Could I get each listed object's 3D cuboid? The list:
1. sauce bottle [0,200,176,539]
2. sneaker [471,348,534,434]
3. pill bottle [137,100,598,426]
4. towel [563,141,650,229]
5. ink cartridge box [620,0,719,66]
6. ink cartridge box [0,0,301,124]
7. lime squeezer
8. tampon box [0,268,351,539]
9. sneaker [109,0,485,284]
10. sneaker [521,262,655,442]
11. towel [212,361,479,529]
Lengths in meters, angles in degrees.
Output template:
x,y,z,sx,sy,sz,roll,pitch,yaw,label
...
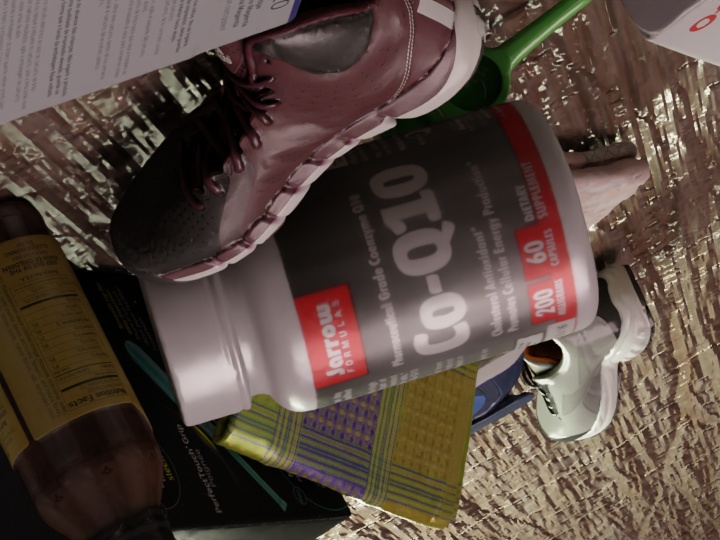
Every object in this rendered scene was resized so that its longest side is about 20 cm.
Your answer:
x,y,z,sx,sy,sz,roll,pitch,yaw,label
-0.128,0.068,1.081,0.065,0.200,0.065,-25,164,-7,sauce bottle
0.008,0.083,1.425,0.200,0.081,0.147,-26,161,-25,sneaker
0.000,0.000,1.149,0.200,0.114,0.114,-17,161,-6,pill bottle
0.047,-0.008,1.411,0.191,0.032,0.200,-9,154,-49,towel
0.203,-0.163,1.126,0.144,0.085,0.200,-36,162,22,ink cartridge box
-0.102,-0.122,0.857,0.200,0.043,0.196,-23,160,-22,ink cartridge box
0.053,-0.081,1.207,0.071,0.038,0.200,-3,148,-48,lime squeezer
-0.131,0.095,1.233,0.126,0.150,0.200,-36,160,23,tampon box
-0.054,-0.076,1.036,0.200,0.076,0.115,-37,148,18,sneaker
0.141,0.060,1.697,0.079,0.074,0.200,-14,153,-13,sneaker
0.002,0.048,1.280,0.023,0.144,0.200,1,165,38,towel
